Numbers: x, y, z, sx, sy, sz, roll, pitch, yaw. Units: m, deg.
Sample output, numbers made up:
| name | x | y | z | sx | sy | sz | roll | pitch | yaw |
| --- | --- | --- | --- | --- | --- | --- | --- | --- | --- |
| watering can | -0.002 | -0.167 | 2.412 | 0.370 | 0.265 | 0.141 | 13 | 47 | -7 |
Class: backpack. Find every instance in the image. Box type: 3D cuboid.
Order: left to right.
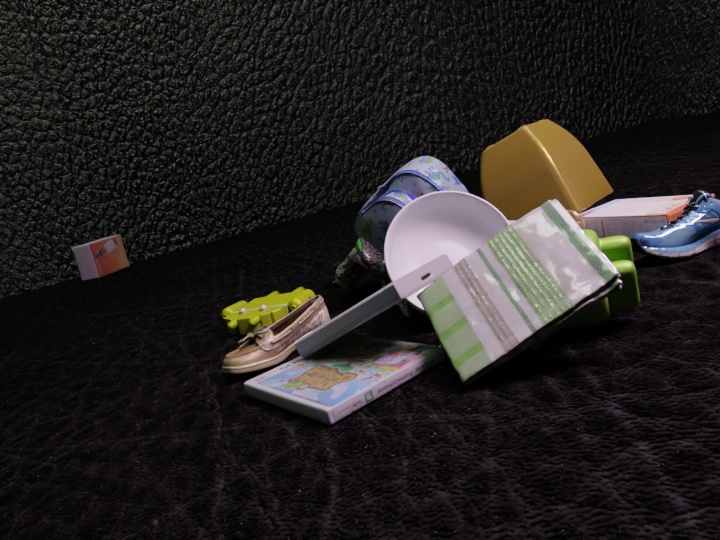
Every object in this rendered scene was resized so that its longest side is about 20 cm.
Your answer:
| name | x | y | z | sx | sy | sz | roll | pitch | yaw |
| --- | --- | --- | --- | --- | --- | --- | --- | --- | --- |
| backpack | 0.101 | -0.097 | 1.195 | 0.200 | 0.183 | 0.147 | -47 | -3 | 41 |

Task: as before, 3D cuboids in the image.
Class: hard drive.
| name | x | y | z | sx | sy | sz | roll | pitch | yaw |
| --- | --- | --- | --- | --- | --- | --- | --- | --- | --- |
| hard drive | 0.016 | 0.048 | 0.845 | 0.200 | 0.027 | 0.132 | -33 | -4 | 40 |

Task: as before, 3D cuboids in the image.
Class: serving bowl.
| name | x | y | z | sx | sy | sz | roll | pitch | yaw |
| --- | --- | --- | --- | --- | --- | --- | --- | --- | --- |
| serving bowl | 0.133 | -0.016 | 0.956 | 0.198 | 0.201 | 0.066 | -16 | -20 | -7 |

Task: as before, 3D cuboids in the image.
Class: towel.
| name | x | y | z | sx | sy | sz | roll | pitch | yaw |
| --- | --- | --- | --- | --- | --- | --- | --- | --- | --- |
| towel | 0.171 | 0.023 | 0.716 | 0.199 | 0.031 | 0.150 | -36 | 43 | 13 |

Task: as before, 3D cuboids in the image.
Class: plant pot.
| name | x | y | z | sx | sy | sz | roll | pitch | yaw |
| --- | --- | --- | --- | --- | --- | --- | --- | --- | --- |
| plant pot | 0.358 | -0.190 | 1.306 | 0.194 | 0.201 | 0.195 | -28 | -1 | 43 |

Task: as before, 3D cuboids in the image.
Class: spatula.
| name | x | y | z | sx | sy | sz | roll | pitch | yaw |
| --- | --- | --- | --- | --- | --- | --- | --- | --- | --- |
| spatula | -0.015 | 0.022 | 1.309 | 0.056 | 0.021 | 0.200 | -37 | 19 | -8 |

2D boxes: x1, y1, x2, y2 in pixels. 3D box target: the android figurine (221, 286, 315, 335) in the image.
| name | x | y | z | sx | sy | sz | roll | pitch | yaw |
| --- | --- | --- | --- | --- | --- | --- | --- | --- | --- |
| android figurine | -0.179 | 0.075 | 1.219 | 0.181 | 0.041 | 0.200 | -9 | 10 | 24 |

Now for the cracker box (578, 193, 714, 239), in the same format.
| name | x | y | z | sx | sy | sz | roll | pitch | yaw |
| --- | --- | --- | --- | --- | --- | --- | --- | --- | --- |
| cracker box | 0.491 | -0.087 | 1.117 | 0.133 | 0.058 | 0.200 | -20 | 13 | -27 |

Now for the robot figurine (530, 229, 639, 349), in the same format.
| name | x | y | z | sx | sy | sz | roll | pitch | yaw |
| --- | --- | --- | --- | --- | --- | --- | --- | --- | --- |
| robot figurine | 0.230 | 0.016 | 0.781 | 0.198 | 0.116 | 0.176 | -9 | 43 | 22 |

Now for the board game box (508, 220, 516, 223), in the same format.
| name | x | y | z | sx | sy | sz | roll | pitch | yaw |
| --- | --- | --- | --- | --- | --- | --- | --- | --- | --- |
| board game box | 0.212 | -0.029 | 1.084 | 0.200 | 0.026 | 0.200 | -41 | 20 | -16 |

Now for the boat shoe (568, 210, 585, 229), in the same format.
| name | x | y | z | sx | sy | sz | roll | pitch | yaw |
| --- | --- | --- | --- | --- | --- | --- | --- | --- | --- |
| boat shoe | 0.313 | -0.050 | 1.157 | 0.199 | 0.074 | 0.069 | -17 | -15 | 32 |

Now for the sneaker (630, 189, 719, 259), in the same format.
| name | x | y | z | sx | sy | sz | roll | pitch | yaw |
| --- | --- | --- | --- | --- | --- | --- | --- | --- | --- |
| sneaker | 0.498 | -0.076 | 0.964 | 0.198 | 0.091 | 0.078 | -16 | 11 | -6 |

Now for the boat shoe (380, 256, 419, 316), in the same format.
| name | x | y | z | sx | sy | sz | roll | pitch | yaw |
| --- | --- | --- | --- | --- | --- | --- | --- | --- | --- |
| boat shoe | 0.069 | 0.008 | 1.079 | 0.074 | 0.093 | 0.200 | -20 | 12 | -10 |

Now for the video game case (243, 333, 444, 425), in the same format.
| name | x | y | z | sx | sy | sz | roll | pitch | yaw |
| --- | --- | --- | --- | --- | --- | --- | --- | --- | --- |
| video game case | -0.025 | 0.127 | 0.803 | 0.181 | 0.022 | 0.199 | -22 | 14 | -35 |

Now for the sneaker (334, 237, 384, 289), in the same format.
| name | x | y | z | sx | sy | sz | roll | pitch | yaw |
| --- | --- | --- | --- | --- | --- | --- | --- | --- | --- |
| sneaker | 0.000 | 0.000 | 1.176 | 0.085 | 0.078 | 0.200 | -50 | 0 | -12 |

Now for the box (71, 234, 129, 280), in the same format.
| name | x | y | z | sx | sy | sz | roll | pitch | yaw |
| --- | --- | --- | --- | --- | --- | --- | --- | --- | --- |
| box | -1.151 | -0.059 | 2.835 | 0.106 | 0.154 | 0.200 | -9 | 13 | 23 |

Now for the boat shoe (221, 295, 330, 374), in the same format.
| name | x | y | z | sx | sy | sz | roll | pitch | yaw |
| --- | --- | --- | --- | --- | --- | --- | --- | --- | --- |
| boat shoe | -0.129 | 0.099 | 0.970 | 0.073 | 0.063 | 0.199 | -2 | 17 | 46 |
